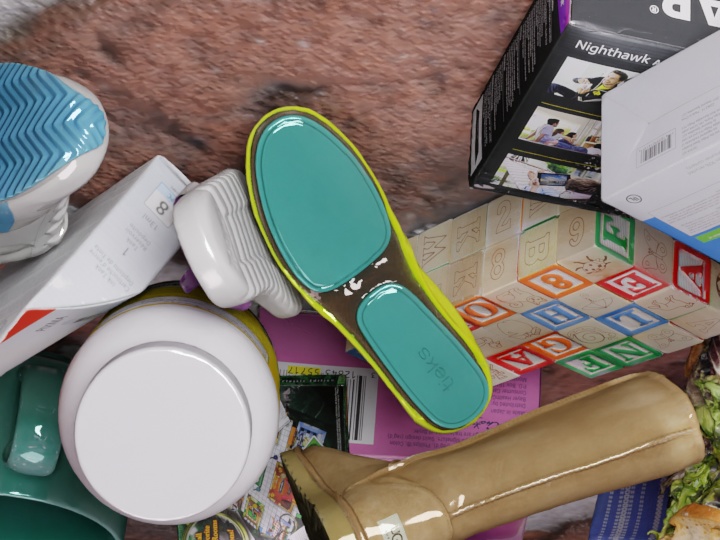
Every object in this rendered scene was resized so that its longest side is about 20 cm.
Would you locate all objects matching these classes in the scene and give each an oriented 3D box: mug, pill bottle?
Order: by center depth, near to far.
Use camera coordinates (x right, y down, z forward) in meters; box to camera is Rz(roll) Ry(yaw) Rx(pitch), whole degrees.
[{"bbox_3d":[-0.098,0.069,1.116,0.112,0.113,0.200,6,-175,-2],"label":"pill bottle"},{"bbox_3d":[-0.210,0.115,1.384,0.185,0.115,0.152,-18,145,37],"label":"mug"}]

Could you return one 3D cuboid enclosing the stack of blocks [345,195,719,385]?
[{"bbox_3d":[0.100,0.012,1.183,0.115,0.059,0.200,25,147,-33],"label":"stack of blocks"}]

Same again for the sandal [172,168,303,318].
[{"bbox_3d":[-0.074,-0.011,1.100,0.050,0.083,0.203,-21,173,6],"label":"sandal"}]

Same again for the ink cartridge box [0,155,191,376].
[{"bbox_3d":[-0.183,0.038,1.140,0.047,0.200,0.160,46,140,-14],"label":"ink cartridge box"}]

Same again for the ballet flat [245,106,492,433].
[{"bbox_3d":[0.000,0.000,1.125,0.067,0.067,0.200,-34,104,0],"label":"ballet flat"}]

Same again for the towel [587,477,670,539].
[{"bbox_3d":[0.243,0.126,1.315,0.200,0.145,0.024,-4,122,17],"label":"towel"}]

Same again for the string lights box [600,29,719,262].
[{"bbox_3d":[0.212,-0.035,0.956,0.200,0.059,0.103,25,145,-34],"label":"string lights box"}]

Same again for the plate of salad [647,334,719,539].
[{"bbox_3d":[0.189,0.095,1.177,0.048,0.200,0.200,10,153,-2],"label":"plate of salad"}]

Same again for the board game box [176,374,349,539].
[{"bbox_3d":[-0.056,0.157,1.258,0.105,0.200,0.023,-1,-162,1],"label":"board game box"}]

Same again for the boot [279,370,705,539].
[{"bbox_3d":[0.067,0.107,1.162,0.200,0.066,0.175,-21,-164,-9],"label":"boot"}]

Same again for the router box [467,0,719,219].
[{"bbox_3d":[0.167,-0.075,1.005,0.200,0.051,0.149,10,151,-11],"label":"router box"}]

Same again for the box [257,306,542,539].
[{"bbox_3d":[0.020,0.113,1.358,0.175,0.097,0.200,4,154,1],"label":"box"}]

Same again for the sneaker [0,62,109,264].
[{"bbox_3d":[-0.179,-0.050,1.105,0.081,0.077,0.200,15,159,-35],"label":"sneaker"}]
